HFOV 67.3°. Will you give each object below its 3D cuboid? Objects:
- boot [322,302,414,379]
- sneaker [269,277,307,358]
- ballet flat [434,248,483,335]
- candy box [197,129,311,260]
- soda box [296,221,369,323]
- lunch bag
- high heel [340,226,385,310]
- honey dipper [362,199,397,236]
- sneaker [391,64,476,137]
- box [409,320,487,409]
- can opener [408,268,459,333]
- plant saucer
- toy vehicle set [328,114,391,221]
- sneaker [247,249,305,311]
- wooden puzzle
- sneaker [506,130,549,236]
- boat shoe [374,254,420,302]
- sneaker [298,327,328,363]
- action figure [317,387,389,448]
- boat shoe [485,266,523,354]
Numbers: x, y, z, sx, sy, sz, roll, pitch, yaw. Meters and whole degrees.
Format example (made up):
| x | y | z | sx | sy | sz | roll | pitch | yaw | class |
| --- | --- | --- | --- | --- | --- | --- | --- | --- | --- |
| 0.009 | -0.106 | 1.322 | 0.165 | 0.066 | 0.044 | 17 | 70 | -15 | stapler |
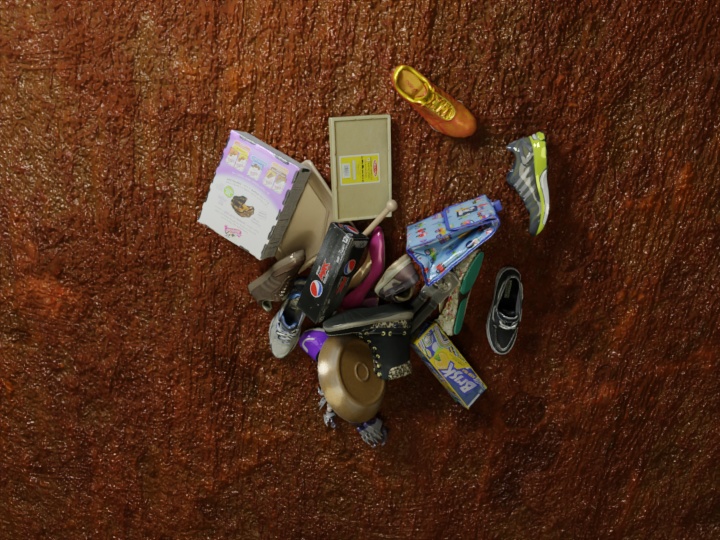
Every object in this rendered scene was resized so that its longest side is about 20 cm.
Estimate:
| x | y | z | sx | sy | sz | roll | pitch | yaw | class |
| --- | --- | --- | --- | --- | --- | --- | --- | --- | --- |
| 0.023 | 0.160 | 1.149 | 0.198 | 0.073 | 0.158 | -9 | 108 | -15 | boot |
| -0.164 | 0.117 | 1.215 | 0.075 | 0.086 | 0.204 | 20 | 111 | -3 | sneaker |
| 0.206 | 0.042 | 1.170 | 0.063 | 0.075 | 0.205 | 24 | 108 | 31 | ballet flat |
| -0.217 | -0.152 | 1.101 | 0.165 | 0.071 | 0.204 | 30 | 104 | 10 | candy box |
| -0.059 | 0.005 | 1.120 | 0.070 | 0.063 | 0.204 | 36 | 112 | 30 | soda box |
| 0.195 | -0.076 | 1.080 | 0.197 | 0.151 | 0.095 | -30 | 105 | 14 | lunch bag |
| 0.000 | 0.000 | 1.165 | 0.093 | 0.068 | 0.205 | 3 | 113 | -8 | high heel |
| 0.011 | -0.079 | 1.122 | 0.038 | 0.038 | 0.200 | 37 | 128 | -8 | honey dipper |
| 0.139 | -0.318 | 1.040 | 0.197 | 0.077 | 0.074 | 31 | 108 | -8 | sneaker |
| 0.194 | 0.211 | 1.217 | 0.070 | 0.064 | 0.201 | -42 | 103 | -11 | box |
| 0.146 | 0.059 | 1.179 | 0.053 | 0.067 | 0.201 | 34 | 129 | -3 | can opener |
| -0.006 | 0.225 | 1.181 | 0.035 | 0.201 | 0.201 | -27 | 108 | 40 | plant saucer |
| 0.001 | -0.206 | 1.092 | 0.121 | 0.027 | 0.206 | -6 | 107 | -14 | toy vehicle set |
| -0.166 | 0.023 | 1.163 | 0.198 | 0.070 | 0.077 | -31 | 91 | 45 | sneaker |
| -0.130 | -0.108 | 1.162 | 0.197 | 0.037 | 0.187 | -31 | 104 | 19 | wooden puzzle |
| 0.335 | -0.170 | 1.086 | 0.079 | 0.074 | 0.206 | -4 | 104 | 16 | sneaker |
| 0.077 | 0.032 | 1.091 | 0.071 | 0.201 | 0.065 | -32 | 77 | -17 | boat shoe |
| -0.055 | 0.209 | 1.227 | 0.197 | 0.100 | 0.070 | 32 | 114 | -9 | sneaker |
| -0.023 | 0.338 | 1.284 | 0.199 | 0.070 | 0.130 | 39 | 132 | -5 | action figure |
| 0.318 | 0.097 | 1.175 | 0.070 | 0.068 | 0.206 | 6 | 110 | 3 | boat shoe |
